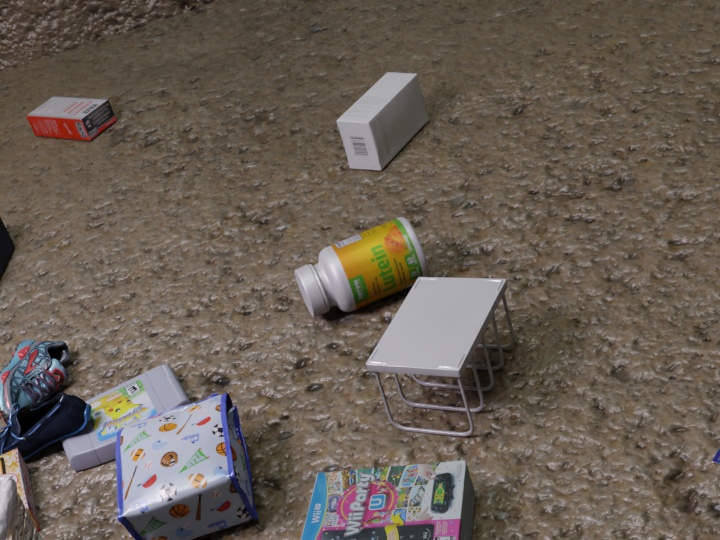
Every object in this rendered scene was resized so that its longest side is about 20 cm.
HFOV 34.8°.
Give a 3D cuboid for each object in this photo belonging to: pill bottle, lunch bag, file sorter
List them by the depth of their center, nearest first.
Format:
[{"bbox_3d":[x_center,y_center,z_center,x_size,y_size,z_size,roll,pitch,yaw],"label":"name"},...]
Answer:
[{"bbox_3d":[-0.239,0.266,1.565,0.169,0.124,0.200,-19,41,-1],"label":"lunch bag"},{"bbox_3d":[0.121,0.117,1.613,0.138,0.125,0.200,2,37,28],"label":"file sorter"},{"bbox_3d":[0.000,0.000,1.855,0.199,0.111,0.111,-23,33,-8],"label":"pill bottle"}]

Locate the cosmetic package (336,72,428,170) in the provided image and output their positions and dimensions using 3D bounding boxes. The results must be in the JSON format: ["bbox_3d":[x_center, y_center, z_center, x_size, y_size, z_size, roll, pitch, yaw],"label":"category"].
[{"bbox_3d":[0.047,-0.297,2.274,0.081,0.113,0.200,8,39,33],"label":"cosmetic package"}]

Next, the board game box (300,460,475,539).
[{"bbox_3d":[0.035,0.315,1.419,0.199,0.065,0.148,-8,34,16],"label":"board game box"}]

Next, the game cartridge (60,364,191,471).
[{"bbox_3d":[-0.361,0.226,1.760,0.199,0.041,0.133,-27,38,-14],"label":"game cartridge"}]

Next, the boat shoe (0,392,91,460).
[{"bbox_3d":[-0.499,0.229,1.747,0.199,0.069,0.084,-29,37,17],"label":"boat shoe"}]

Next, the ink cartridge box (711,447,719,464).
[{"bbox_3d":[0.529,0.212,1.366,0.199,0.039,0.099,12,43,38],"label":"ink cartridge box"}]

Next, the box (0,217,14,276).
[{"bbox_3d":[-0.804,-0.017,2.257,0.181,0.104,0.200,-13,33,9],"label":"box"}]

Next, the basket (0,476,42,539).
[{"bbox_3d":[-0.518,0.400,1.456,0.199,0.161,0.199,-14,33,4],"label":"basket"}]

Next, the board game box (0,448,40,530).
[{"bbox_3d":[-0.572,0.354,1.654,0.199,0.046,0.152,-23,33,-10],"label":"board game box"}]

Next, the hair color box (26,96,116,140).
[{"bbox_3d":[-0.695,-0.367,2.764,0.199,0.061,0.102,9,41,36],"label":"hair color box"}]

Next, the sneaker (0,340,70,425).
[{"bbox_3d":[-0.529,0.174,1.873,0.095,0.080,0.200,-9,34,9],"label":"sneaker"}]
